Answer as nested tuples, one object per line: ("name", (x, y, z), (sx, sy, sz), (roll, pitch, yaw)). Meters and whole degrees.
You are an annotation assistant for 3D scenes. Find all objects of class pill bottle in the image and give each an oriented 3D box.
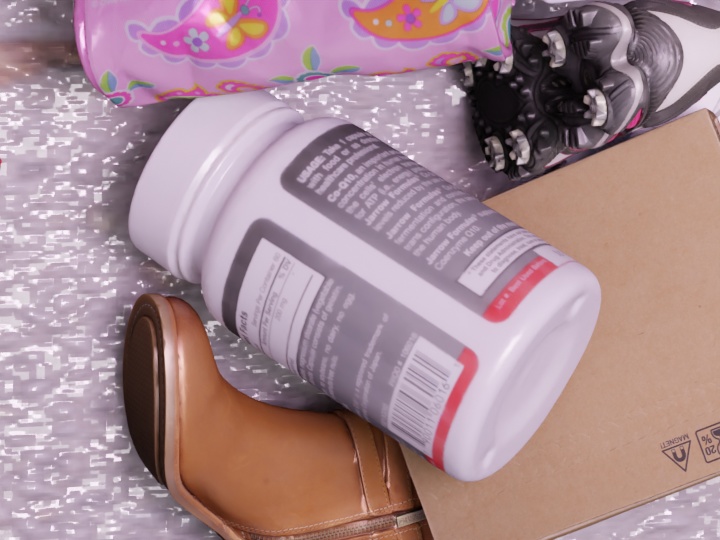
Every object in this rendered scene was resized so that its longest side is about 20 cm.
("pill bottle", (0.000, 0.000, 1.307), (0.200, 0.114, 0.114), (33, 87, 19))

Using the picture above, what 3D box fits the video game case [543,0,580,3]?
("video game case", (0.171, -0.216, 1.243), (0.182, 0.023, 0.200), (-7, 124, -23))

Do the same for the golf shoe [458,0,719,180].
("golf shoe", (0.110, -0.088, 1.329), (0.088, 0.200, 0.077), (-12, 95, -21))

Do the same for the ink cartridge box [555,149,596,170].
("ink cartridge box", (0.148, 0.002, 1.448), (0.094, 0.037, 0.201), (-10, 105, -16))

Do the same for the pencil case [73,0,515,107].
("pencil case", (-0.031, -0.124, 1.276), (0.199, 0.087, 0.088), (-8, 104, 9))

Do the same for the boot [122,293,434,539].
("boot", (-0.027, 0.087, 1.377), (0.155, 0.077, 0.200), (-16, 108, -14))

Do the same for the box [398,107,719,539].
("box", (0.104, 0.034, 1.341), (0.200, 0.021, 0.164), (-23, 81, 18))

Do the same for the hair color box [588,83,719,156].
("hair color box", (0.145, -0.005, 1.390), (0.099, 0.061, 0.200), (27, 99, -10))
